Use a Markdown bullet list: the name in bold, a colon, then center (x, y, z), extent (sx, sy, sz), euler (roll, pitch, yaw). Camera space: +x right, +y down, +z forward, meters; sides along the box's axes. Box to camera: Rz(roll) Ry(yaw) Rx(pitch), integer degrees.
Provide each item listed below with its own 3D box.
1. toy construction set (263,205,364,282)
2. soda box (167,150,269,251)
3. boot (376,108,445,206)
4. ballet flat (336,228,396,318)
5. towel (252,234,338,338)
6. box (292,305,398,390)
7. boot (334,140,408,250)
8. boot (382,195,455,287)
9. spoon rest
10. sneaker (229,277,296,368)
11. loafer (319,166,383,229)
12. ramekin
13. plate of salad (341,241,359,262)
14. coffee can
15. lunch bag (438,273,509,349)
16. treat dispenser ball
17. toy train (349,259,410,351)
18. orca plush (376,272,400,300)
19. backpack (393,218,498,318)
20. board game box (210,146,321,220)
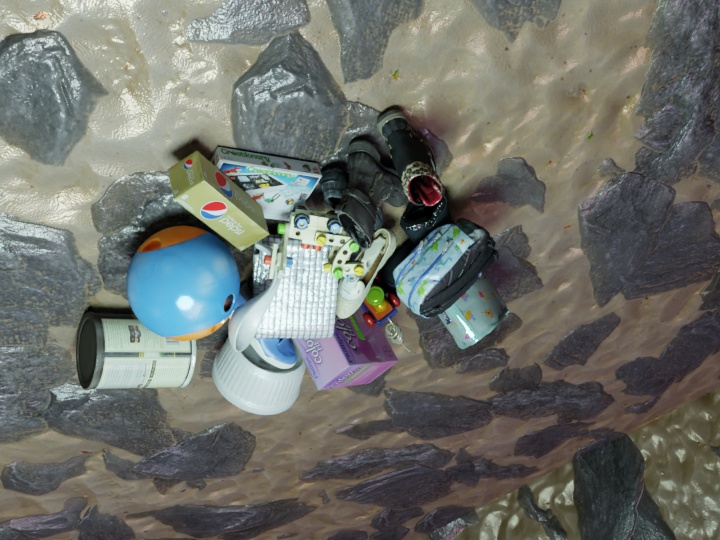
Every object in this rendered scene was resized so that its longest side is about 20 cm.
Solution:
- **toy construction set**: center (-0.082, -0.041, 1.579), extent (0.197, 0.092, 0.133), euler (0, 118, -28)
- **soda box**: center (-0.234, -0.112, 1.462), extent (0.063, 0.068, 0.200), euler (-29, 146, 14)
- **boot**: center (0.103, -0.177, 1.548), extent (0.072, 0.152, 0.200), euler (-26, 147, 9)
- **ballet flat**: center (0.000, 0.000, 1.712), extent (0.202, 0.067, 0.062), euler (-59, 165, -2)
- **towel**: center (-0.128, 0.027, 1.688), extent (0.163, 0.086, 0.203), euler (1, 102, -10)
- **box**: center (-0.041, 0.147, 1.864), extent (0.096, 0.177, 0.199), euler (-39, 158, 26)
- **boot**: center (0.017, -0.114, 1.558), extent (0.068, 0.176, 0.200), euler (-11, 147, 31)
- **boot**: center (0.107, -0.064, 1.775), extent (0.199, 0.077, 0.168), euler (-34, 149, 6)
- **spoon rest**: center (-0.190, 0.055, 1.598), extent (0.099, 0.060, 0.203), euler (4, 104, -74)
- **sneaker**: center (-0.179, 0.103, 1.776), extent (0.111, 0.200, 0.077), euler (-37, -173, 29)
- **loafer**: center (-0.016, -0.119, 1.629), extent (0.067, 0.071, 0.200), euler (-14, 151, 25)
- **ramekin**: center (-0.208, 0.198, 1.869), extent (0.198, 0.201, 0.106), euler (4, 131, -33)
- **plate of salad**: center (-0.091, 0.007, 1.794), extent (0.197, 0.048, 0.201), euler (-16, 146, -10)
- **coffee can**: center (-0.441, 0.159, 1.718), extent (0.198, 0.148, 0.147), euler (4, 139, -33)
- **lunch bag**: center (0.221, 0.069, 1.884), extent (0.121, 0.171, 0.200), euler (-37, 176, 24)
- **treat dispenser ball**: center (-0.313, 0.023, 1.550), extent (0.198, 0.203, 0.202), euler (-15, 146, -10)
- **toy train**: center (0.040, 0.070, 1.779), extent (0.084, 0.201, 0.116), euler (-37, 160, -5)
- **orca plush**: center (0.086, 0.006, 1.875), extent (0.197, 0.106, 0.072), euler (-22, 116, 6)
- **backpack**: center (0.161, 0.000, 1.720), extent (0.202, 0.153, 0.163), euler (-58, 158, -5)
- **board game box**: center (-0.181, -0.148, 1.535), extent (0.198, 0.035, 0.127), euler (5, 139, -34)
